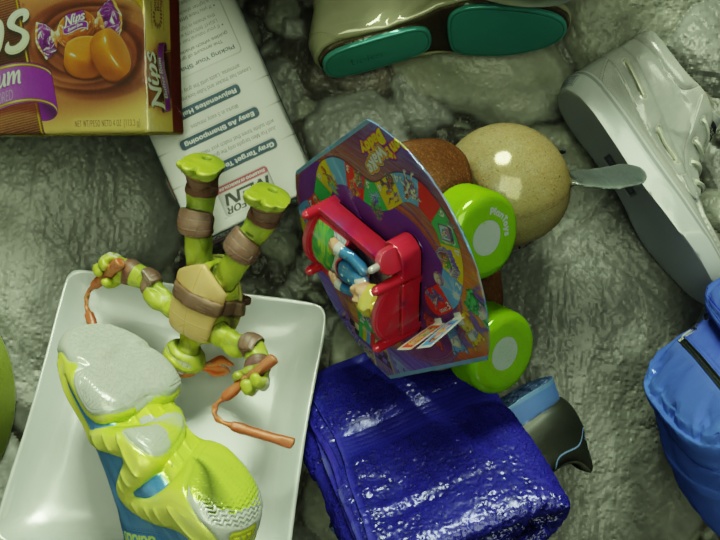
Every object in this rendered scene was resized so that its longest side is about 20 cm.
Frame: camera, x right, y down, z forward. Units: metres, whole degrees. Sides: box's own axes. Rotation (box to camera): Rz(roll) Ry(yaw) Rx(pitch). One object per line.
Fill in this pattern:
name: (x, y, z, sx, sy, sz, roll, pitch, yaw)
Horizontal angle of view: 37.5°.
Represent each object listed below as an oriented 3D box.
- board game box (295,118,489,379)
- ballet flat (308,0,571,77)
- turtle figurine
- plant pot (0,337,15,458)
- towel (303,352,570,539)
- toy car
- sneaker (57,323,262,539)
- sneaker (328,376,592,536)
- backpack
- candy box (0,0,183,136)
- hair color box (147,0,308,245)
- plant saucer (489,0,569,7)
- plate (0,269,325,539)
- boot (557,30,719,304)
board game box: (0.000, 0.000, 0.672, 0.039, 0.199, 0.160, -27, 92, -27)
ballet flat: (0.057, -0.195, 0.793, 0.196, 0.069, 0.071, -8, 87, -3)
turtle figurine: (-0.096, 0.016, 0.714, 0.199, 0.064, 0.163, 32, 113, 26)
plant pot: (-0.341, 0.090, 0.681, 0.183, 0.200, 0.191, 0, 87, -3)
towel: (0.036, 0.120, 0.711, 0.146, 0.201, 0.050, -26, 126, -4)
toy car: (0.096, -0.036, 0.741, 0.198, 0.164, 0.160, -27, 120, -26)
sneaker: (-0.143, 0.125, 0.668, 0.200, 0.075, 0.106, 44, 122, 36)
sneaker: (0.076, 0.159, 0.767, 0.198, 0.070, 0.079, -31, 89, -3)
backpack: (0.298, 0.078, 0.733, 0.198, 0.163, 0.170, -26, 106, 6)
candy box: (-0.221, -0.152, 0.733, 0.196, 0.056, 0.119, 2, 97, 18)
hair color box: (-0.113, -0.129, 0.776, 0.099, 0.061, 0.203, -24, 88, -2)
plant saucer: (0.111, -0.233, 0.759, 0.196, 0.202, 0.051, 5, 127, -3)
plate: (-0.133, 0.107, 0.746, 0.196, 0.032, 0.203, 7, 63, 3)
boot: (0.238, -0.080, 0.790, 0.095, 0.074, 0.202, -35, 94, -10)
